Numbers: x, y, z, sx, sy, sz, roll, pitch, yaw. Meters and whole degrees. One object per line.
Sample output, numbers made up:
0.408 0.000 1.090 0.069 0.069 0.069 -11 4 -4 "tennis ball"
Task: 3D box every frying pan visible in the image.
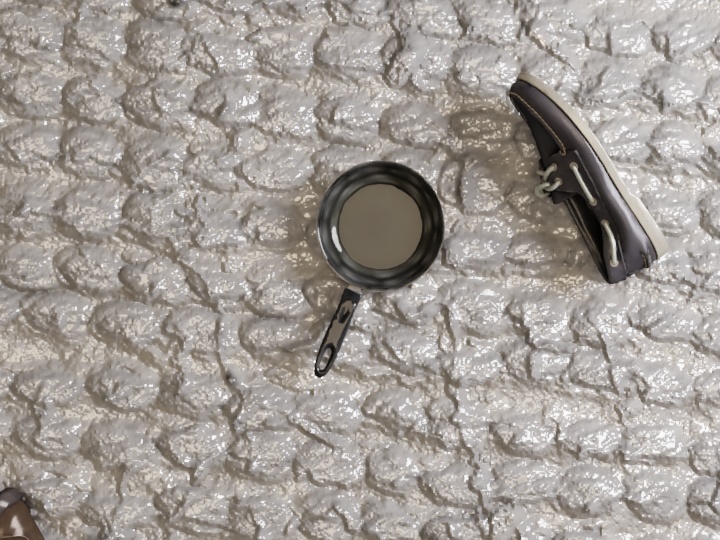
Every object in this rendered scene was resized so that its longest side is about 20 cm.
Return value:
0.017 -0.001 1.160 0.114 0.031 0.192 1 92 1 "frying pan"

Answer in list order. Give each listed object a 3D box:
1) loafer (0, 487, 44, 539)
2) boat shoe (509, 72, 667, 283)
-0.351 0.285 1.140 0.071 0.073 0.200 40 91 1 "loafer"
0.184 -0.078 1.132 0.063 0.073 0.201 -37 93 -1 "boat shoe"
